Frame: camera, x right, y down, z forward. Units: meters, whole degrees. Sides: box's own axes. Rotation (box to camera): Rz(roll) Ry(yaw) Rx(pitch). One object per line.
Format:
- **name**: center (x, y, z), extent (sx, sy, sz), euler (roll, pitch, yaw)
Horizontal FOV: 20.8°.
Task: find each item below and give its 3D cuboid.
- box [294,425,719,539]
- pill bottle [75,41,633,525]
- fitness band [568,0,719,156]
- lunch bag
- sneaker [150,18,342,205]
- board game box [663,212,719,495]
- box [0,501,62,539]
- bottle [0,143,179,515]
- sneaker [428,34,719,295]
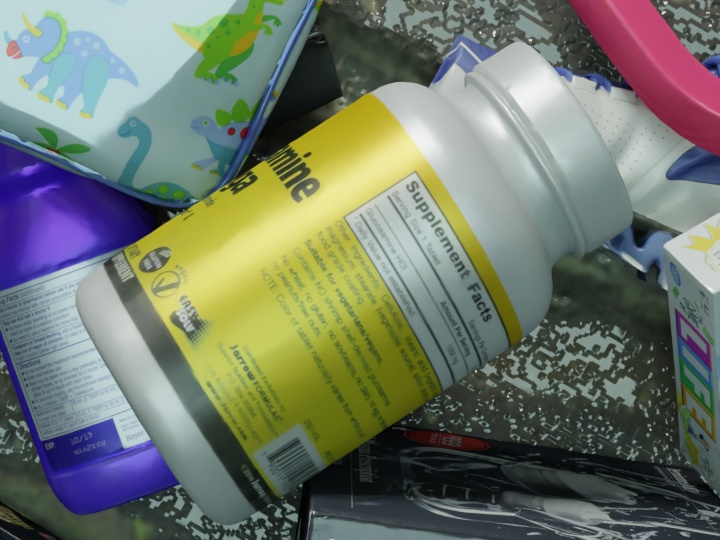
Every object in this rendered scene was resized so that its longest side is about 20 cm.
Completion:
- **box**: center (0.061, 0.137, 0.807), extent (0.181, 0.200, 0.105), euler (9, 96, -2)
- **pill bottle**: center (0.000, 0.000, 0.757), extent (0.199, 0.112, 0.113), euler (-33, 94, -4)
- **fitness band**: center (0.156, -0.135, 0.826), extent (0.143, 0.037, 0.201), euler (-28, 71, -15)
- **lunch bag**: center (-0.113, -0.128, 0.771), extent (0.199, 0.082, 0.162), euler (23, 100, -12)
- **sneaker**: center (-0.092, -0.140, 0.853), extent (0.106, 0.075, 0.201), euler (-28, 104, -3)
- **board game box**: center (0.219, -0.003, 0.815), extent (0.199, 0.034, 0.135), euler (-29, 138, -13)
- **box**: center (-0.188, 0.202, 0.865), extent (0.158, 0.046, 0.201), euler (29, 95, 17)
- **bottle**: center (-0.126, 0.002, 0.862), extent (0.083, 0.065, 0.201), euler (-20, 95, 1)
- **sneaker**: center (0.130, -0.060, 0.858), extent (0.199, 0.081, 0.116), euler (33, 90, -10)
